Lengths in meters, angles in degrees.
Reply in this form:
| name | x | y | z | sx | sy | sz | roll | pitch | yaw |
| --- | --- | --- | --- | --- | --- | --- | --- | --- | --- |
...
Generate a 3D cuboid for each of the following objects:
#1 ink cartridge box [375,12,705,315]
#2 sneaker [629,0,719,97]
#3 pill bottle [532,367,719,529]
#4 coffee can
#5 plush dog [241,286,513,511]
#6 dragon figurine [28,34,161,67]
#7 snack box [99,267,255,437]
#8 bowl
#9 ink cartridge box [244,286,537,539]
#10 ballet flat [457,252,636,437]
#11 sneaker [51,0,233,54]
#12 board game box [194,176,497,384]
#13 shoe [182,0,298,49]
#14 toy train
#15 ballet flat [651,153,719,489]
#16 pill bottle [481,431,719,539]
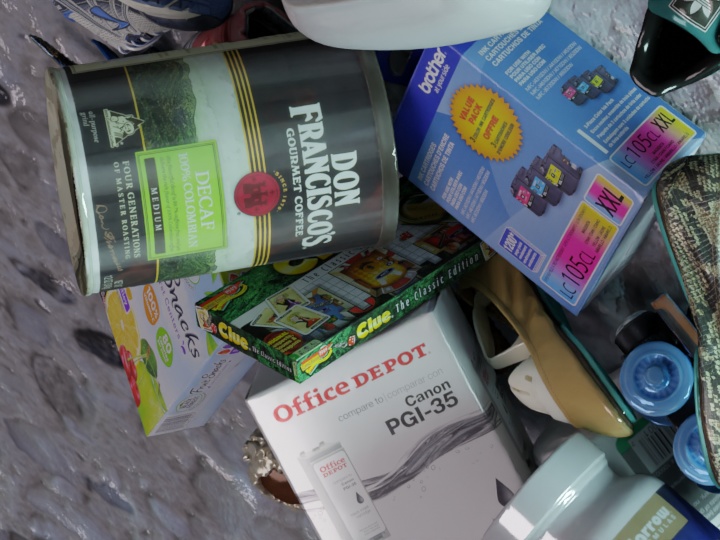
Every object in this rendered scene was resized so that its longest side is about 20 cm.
| name | x | y | z | sx | sy | sz | roll | pitch | yaw |
| --- | --- | --- | --- | --- | --- | --- | --- | --- | --- |
| ink cartridge box | 0.098 | -0.087 | 1.504 | 0.200 | 0.076 | 0.137 | 40 | 145 | 12 |
| sneaker | 0.205 | -0.163 | 1.305 | 0.071 | 0.080 | 0.200 | 39 | 144 | 11 |
| pill bottle | 0.213 | 0.166 | 1.595 | 0.200 | 0.113 | 0.113 | 53 | 145 | -8 |
| coffee can | -0.089 | -0.071 | 1.527 | 0.146 | 0.199 | 0.147 | 170 | 90 | -80 |
| plush dog | 0.025 | 0.069 | 1.686 | 0.199 | 0.161 | 0.172 | 7 | 130 | 5 |
| dragon figurine | -0.169 | -0.130 | 1.735 | 0.100 | 0.059 | 0.200 | -59 | 44 | 32 |
| snack box | -0.121 | 0.012 | 1.693 | 0.200 | 0.053 | 0.143 | -49 | 57 | 55 |
| bowl | 0.009 | -0.225 | 1.403 | 0.200 | 0.074 | 0.201 | -1 | 100 | 48 |
| ink cartridge box | 0.033 | 0.128 | 1.596 | 0.146 | 0.083 | 0.200 | -26 | 101 | 13 |
| ballet flat | 0.116 | 0.055 | 1.553 | 0.069 | 0.063 | 0.200 | 51 | -173 | -37 |
| sneaker | -0.151 | -0.192 | 1.679 | 0.200 | 0.077 | 0.085 | 22 | 148 | 43 |
| board game box | 0.000 | 0.000 | 1.569 | 0.105 | 0.200 | 0.024 | 23 | 136 | 43 |
| shoe | -0.042 | -0.089 | 1.651 | 0.200 | 0.071 | 0.091 | 55 | 148 | -6 |
| toy train | 0.244 | 0.090 | 1.480 | 0.200 | 0.114 | 0.087 | 53 | -175 | 17 |
| ballet flat | 0.221 | 0.029 | 1.394 | 0.075 | 0.068 | 0.201 | -12 | 88 | 35 |
| pill bottle | 0.178 | 0.198 | 1.483 | 0.200 | 0.116 | 0.116 | 40 | 145 | 11 |
